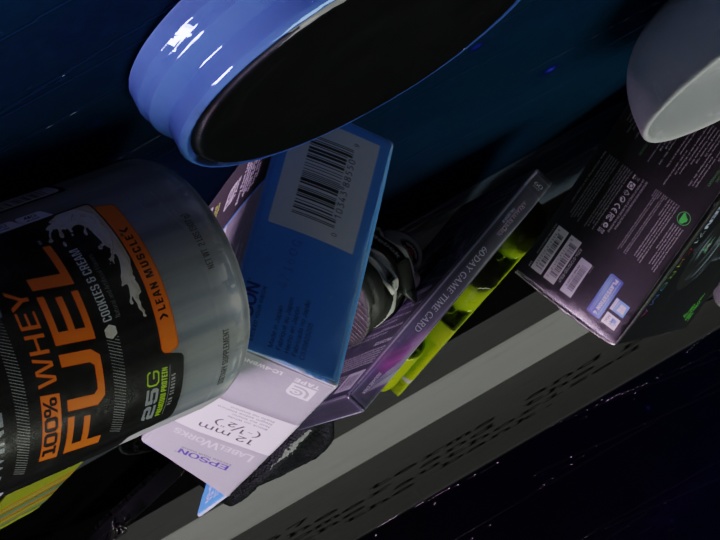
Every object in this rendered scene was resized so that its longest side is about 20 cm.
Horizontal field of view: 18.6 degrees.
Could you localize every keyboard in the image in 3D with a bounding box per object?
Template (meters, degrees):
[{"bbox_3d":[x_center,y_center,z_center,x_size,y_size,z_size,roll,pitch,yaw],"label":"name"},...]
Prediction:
[{"bbox_3d":[-0.187,0.192,1.809,0.127,0.021,0.200,-50,-177,-41],"label":"keyboard"}]

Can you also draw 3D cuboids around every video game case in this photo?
[{"bbox_3d":[0.036,0.021,1.445,0.200,0.019,0.143,-49,-172,-19],"label":"video game case"}]

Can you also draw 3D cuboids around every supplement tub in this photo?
[{"bbox_3d":[-0.158,0.034,0.958,0.200,0.123,0.123,-23,167,-36],"label":"supplement tub"}]

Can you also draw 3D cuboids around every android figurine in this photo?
[{"bbox_3d":[0.066,0.021,1.588,0.182,0.041,0.200,-47,178,-31],"label":"android figurine"}]

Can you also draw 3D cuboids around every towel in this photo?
[{"bbox_3d":[-0.223,0.138,1.546,0.086,0.018,0.200,-29,170,-41],"label":"towel"}]

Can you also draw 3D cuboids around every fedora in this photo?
[{"bbox_3d":[-0.074,0.104,1.554,0.200,0.092,0.201,-33,171,-6],"label":"fedora"}]

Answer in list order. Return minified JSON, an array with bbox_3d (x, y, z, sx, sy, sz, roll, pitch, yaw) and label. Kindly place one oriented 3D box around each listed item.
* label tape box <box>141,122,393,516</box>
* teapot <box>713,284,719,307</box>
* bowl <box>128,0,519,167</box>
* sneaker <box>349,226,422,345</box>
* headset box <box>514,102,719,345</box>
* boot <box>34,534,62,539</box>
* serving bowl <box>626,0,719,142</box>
[{"bbox_3d":[-0.060,0.025,1.129,0.066,0.143,0.200,22,149,-15],"label":"label tape box"},{"bbox_3d":[0.521,0.003,2.598,0.146,0.197,0.200,-67,-168,-2],"label":"teapot"},{"bbox_3d":[-0.004,-0.109,0.948,0.200,0.039,0.201,-29,169,-6],"label":"bowl"},{"bbox_3d":[0.000,0.000,1.387,0.088,0.074,0.200,-37,180,-10],"label":"sneaker"},{"bbox_3d":[0.222,-0.045,1.565,0.174,0.093,0.200,-56,162,14],"label":"headset box"},{"bbox_3d":[-0.336,0.299,1.821,0.174,0.069,0.200,-36,170,23],"label":"boot"},{"bbox_3d":[0.238,-0.157,1.310,0.200,0.066,0.200,-30,170,-6],"label":"serving bowl"}]
